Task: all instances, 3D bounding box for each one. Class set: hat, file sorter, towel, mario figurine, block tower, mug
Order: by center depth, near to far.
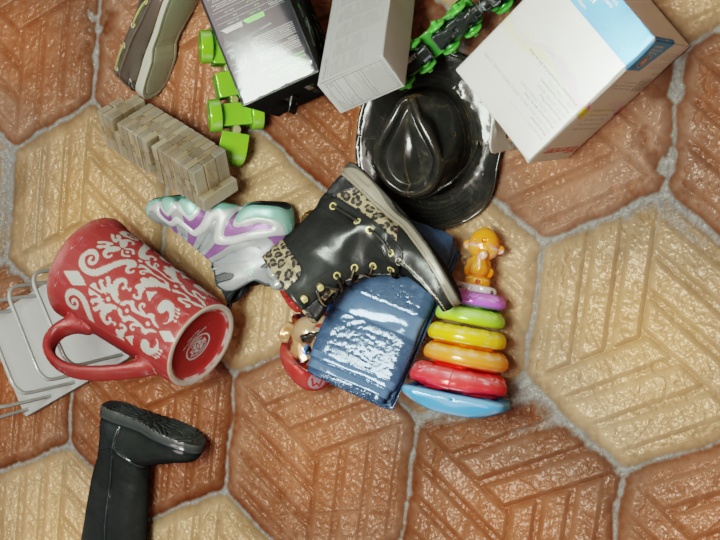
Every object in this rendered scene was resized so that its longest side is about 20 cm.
[{"bbox_3d":[0.060,-0.141,1.508,0.198,0.081,0.203,3,97,29],"label":"hat"},{"bbox_3d":[0.025,0.040,1.526,0.111,0.049,0.202,23,86,14],"label":"towel"},{"bbox_3d":[-0.038,0.040,1.569,0.122,0.106,0.203,13,100,24],"label":"mario figurine"},{"bbox_3d":[-0.264,0.061,1.639,0.199,0.133,0.179,30,97,28],"label":"mug"},{"bbox_3d":[-0.229,-0.144,1.643,0.199,0.054,0.058,33,146,35],"label":"block tower"},{"bbox_3d":[-0.419,0.094,1.766,0.199,0.124,0.140,-29,82,28],"label":"file sorter"}]

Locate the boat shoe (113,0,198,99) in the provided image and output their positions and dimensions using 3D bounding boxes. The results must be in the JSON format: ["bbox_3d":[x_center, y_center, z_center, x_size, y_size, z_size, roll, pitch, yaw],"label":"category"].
[{"bbox_3d":[-0.240,-0.306,1.656,0.059,0.072,0.202,32,115,18],"label":"boat shoe"}]

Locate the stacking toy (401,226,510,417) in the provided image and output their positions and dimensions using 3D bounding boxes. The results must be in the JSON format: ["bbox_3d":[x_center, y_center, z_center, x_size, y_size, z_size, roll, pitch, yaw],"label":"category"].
[{"bbox_3d":[0.118,0.053,1.498,0.115,0.110,0.203,9,89,10],"label":"stacking toy"}]

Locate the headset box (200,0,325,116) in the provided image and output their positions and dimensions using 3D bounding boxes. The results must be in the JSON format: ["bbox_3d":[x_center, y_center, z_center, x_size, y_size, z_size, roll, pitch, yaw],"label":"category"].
[{"bbox_3d":[-0.101,-0.269,1.512,0.092,0.174,0.202,-23,90,9],"label":"headset box"}]

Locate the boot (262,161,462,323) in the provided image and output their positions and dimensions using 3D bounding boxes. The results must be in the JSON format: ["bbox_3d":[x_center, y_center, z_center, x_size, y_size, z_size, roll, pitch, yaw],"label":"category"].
[{"bbox_3d":[0.000,0.000,1.475,0.150,0.073,0.200,-41,71,2],"label":"boot"}]

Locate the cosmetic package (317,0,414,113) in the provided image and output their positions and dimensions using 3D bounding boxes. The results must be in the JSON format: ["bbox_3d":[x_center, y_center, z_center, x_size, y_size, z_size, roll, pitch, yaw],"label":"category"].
[{"bbox_3d":[0.011,-0.262,1.470,0.082,0.051,0.202,-18,44,27],"label":"cosmetic package"}]

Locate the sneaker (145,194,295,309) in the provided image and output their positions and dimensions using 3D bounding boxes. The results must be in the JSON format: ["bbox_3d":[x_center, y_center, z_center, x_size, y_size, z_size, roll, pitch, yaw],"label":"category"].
[{"bbox_3d":[-0.172,-0.016,1.648,0.198,0.077,0.142,7,99,29],"label":"sneaker"}]

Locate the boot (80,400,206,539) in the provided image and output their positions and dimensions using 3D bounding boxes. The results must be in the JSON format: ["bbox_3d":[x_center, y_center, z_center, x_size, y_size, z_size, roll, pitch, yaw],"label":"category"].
[{"bbox_3d":[-0.274,0.283,1.742,0.164,0.065,0.203,17,101,34],"label":"boot"}]

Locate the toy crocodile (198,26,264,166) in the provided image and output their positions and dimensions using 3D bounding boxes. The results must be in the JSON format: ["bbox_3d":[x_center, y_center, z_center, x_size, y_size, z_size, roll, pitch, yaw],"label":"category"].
[{"bbox_3d":[-0.153,-0.223,1.628,0.067,0.062,0.203,-6,93,-13],"label":"toy crocodile"}]

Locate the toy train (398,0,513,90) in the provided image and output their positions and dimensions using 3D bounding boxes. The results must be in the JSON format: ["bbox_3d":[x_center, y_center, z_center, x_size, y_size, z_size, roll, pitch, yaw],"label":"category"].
[{"bbox_3d":[0.102,-0.262,1.466,0.199,0.057,0.042,-37,108,13],"label":"toy train"}]

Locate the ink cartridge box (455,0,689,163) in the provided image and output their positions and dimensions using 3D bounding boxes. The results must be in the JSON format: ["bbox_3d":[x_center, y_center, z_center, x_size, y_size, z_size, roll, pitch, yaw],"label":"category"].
[{"bbox_3d":[0.203,-0.205,1.397,0.200,0.128,0.126,-43,76,24],"label":"ink cartridge box"}]
